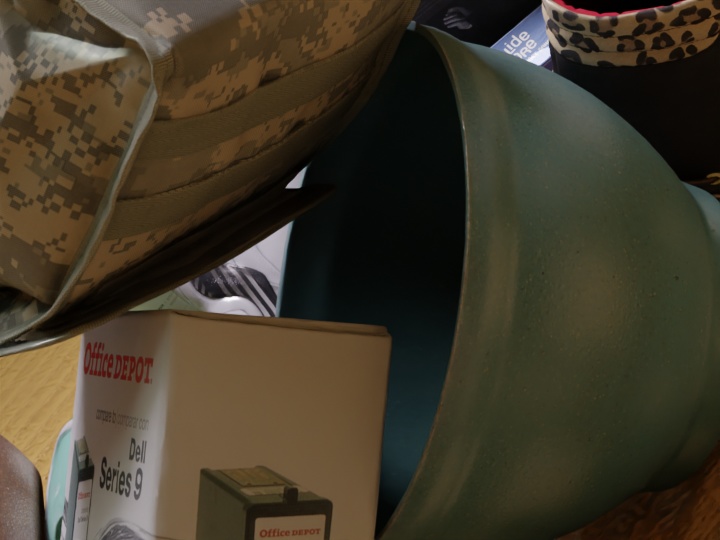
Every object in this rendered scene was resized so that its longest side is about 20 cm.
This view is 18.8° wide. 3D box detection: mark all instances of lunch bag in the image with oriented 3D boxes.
[{"bbox_3d":[-0.080,-0.055,0.766,0.164,0.118,0.200,-31,-22,-45],"label":"lunch bag"}]

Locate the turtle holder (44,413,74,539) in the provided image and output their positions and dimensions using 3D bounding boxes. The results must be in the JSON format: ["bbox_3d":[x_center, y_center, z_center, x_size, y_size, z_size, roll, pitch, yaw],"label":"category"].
[{"bbox_3d":[-0.065,0.113,1.007,0.185,0.141,0.132,9,63,33],"label":"turtle holder"}]

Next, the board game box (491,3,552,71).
[{"bbox_3d":[0.063,-0.030,1.081,0.200,0.135,0.034,-40,43,1],"label":"board game box"}]

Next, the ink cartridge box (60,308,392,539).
[{"bbox_3d":[-0.057,0.114,0.778,0.146,0.084,0.201,175,101,-71],"label":"ink cartridge box"}]

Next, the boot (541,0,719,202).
[{"bbox_3d":[0.159,-0.091,0.879,0.199,0.151,0.073,-19,51,-4],"label":"boot"}]

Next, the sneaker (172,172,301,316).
[{"bbox_3d":[0.000,0.000,0.984,0.115,0.200,0.075,-55,-10,-1],"label":"sneaker"}]

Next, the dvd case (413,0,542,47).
[{"bbox_3d":[0.096,-0.098,1.101,0.150,0.200,0.025,-36,43,18],"label":"dvd case"}]

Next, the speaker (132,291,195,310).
[{"bbox_3d":[-0.078,0.029,1.107,0.081,0.200,0.081,-29,41,29],"label":"speaker"}]

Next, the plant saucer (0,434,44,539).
[{"bbox_3d":[-0.168,0.170,1.044,0.036,0.201,0.200,-4,9,-7],"label":"plant saucer"}]

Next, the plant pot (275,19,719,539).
[{"bbox_3d":[0.060,0.018,0.814,0.200,0.134,0.201,-171,90,-70],"label":"plant pot"}]
